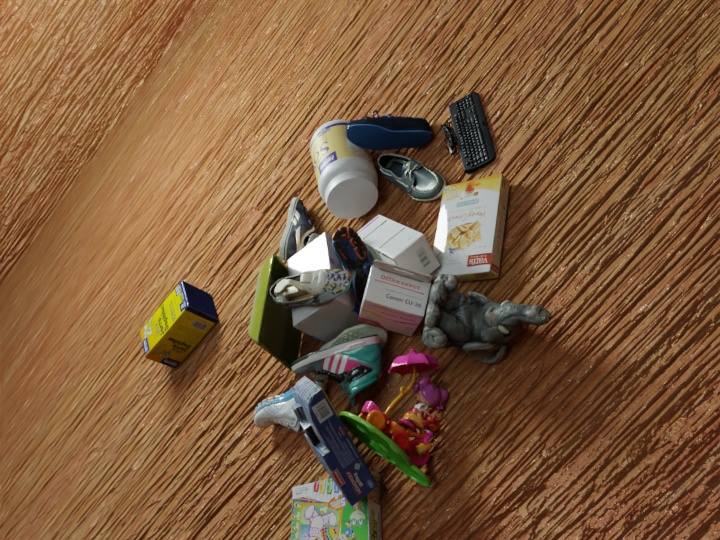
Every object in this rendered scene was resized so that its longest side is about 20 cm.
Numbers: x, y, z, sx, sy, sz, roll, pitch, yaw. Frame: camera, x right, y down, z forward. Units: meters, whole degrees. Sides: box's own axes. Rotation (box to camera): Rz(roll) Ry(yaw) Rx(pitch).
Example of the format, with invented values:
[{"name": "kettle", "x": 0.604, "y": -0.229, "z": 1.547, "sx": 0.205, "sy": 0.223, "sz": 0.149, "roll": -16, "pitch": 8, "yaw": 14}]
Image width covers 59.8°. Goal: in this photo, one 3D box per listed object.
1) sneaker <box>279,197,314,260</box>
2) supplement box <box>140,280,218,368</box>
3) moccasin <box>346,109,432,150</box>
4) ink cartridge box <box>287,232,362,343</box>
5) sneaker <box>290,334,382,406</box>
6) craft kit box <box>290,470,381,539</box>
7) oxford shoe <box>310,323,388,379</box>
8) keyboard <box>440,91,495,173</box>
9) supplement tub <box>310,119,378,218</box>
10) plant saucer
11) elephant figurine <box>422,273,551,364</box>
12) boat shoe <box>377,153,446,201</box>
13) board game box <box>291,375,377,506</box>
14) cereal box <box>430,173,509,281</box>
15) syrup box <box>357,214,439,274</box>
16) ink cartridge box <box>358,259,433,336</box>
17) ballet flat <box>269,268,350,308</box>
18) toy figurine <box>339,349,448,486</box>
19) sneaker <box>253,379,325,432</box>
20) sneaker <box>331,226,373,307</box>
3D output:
[{"name": "sneaker", "x": -0.149, "y": -0.099, "z": 1.555, "sx": 0.077, "sy": 0.080, "sz": 0.203, "roll": 6, "pitch": 48, "yaw": 0}, {"name": "supplement box", "x": -0.500, "y": 0.151, "z": 1.721, "sx": 0.200, "sy": 0.109, "sz": 0.110, "roll": -47, "pitch": 43, "yaw": 14}, {"name": "moccasin", "x": 0.063, "y": -0.317, "z": 1.426, "sx": 0.081, "sy": 0.194, "sz": 0.070, "roll": 104, "pitch": 169, "yaw": -51}, {"name": "ink cartridge box", "x": -0.070, "y": 0.031, "z": 1.363, "sx": 0.124, "sy": 0.128, "sz": 0.204, "roll": -32, "pitch": 48, "yaw": 26}, {"name": "sneaker", "x": -0.039, "y": 0.210, "z": 1.239, "sx": 0.196, "sy": 0.083, "sz": 0.124, "roll": -19, "pitch": 81, "yaw": 21}, {"name": "craft kit box", "x": -0.048, "y": 0.488, "z": 1.148, "sx": 0.197, "sy": 0.048, "sz": 0.202, "roll": -25, "pitch": 55, "yaw": 33}, {"name": "oxford shoe", "x": -0.026, "y": 0.161, "z": 1.299, "sx": 0.198, "sy": 0.058, "sz": 0.076, "roll": -33, "pitch": 93, "yaw": 24}, {"name": "keyboard", "x": 0.219, "y": -0.296, "z": 1.335, "sx": 0.103, "sy": 0.039, "sz": 0.204, "roll": -29, "pitch": 49, "yaw": 28}, {"name": "supplement tub", "x": -0.037, "y": -0.237, "z": 1.469, "sx": 0.144, "sy": 0.144, "sz": 0.203, "roll": -35, "pitch": 47, "yaw": 23}, {"name": "plant saucer", "x": -0.185, "y": 0.098, "z": 1.380, "sx": 0.047, "sy": 0.200, "sz": 0.205, "roll": -2, "pitch": 64, "yaw": 19}, {"name": "elephant figurine", "x": 0.209, "y": 0.094, "z": 1.071, "sx": 0.194, "sy": 0.155, "sz": 0.146, "roll": 11, "pitch": 107, "yaw": 8}, {"name": "boat shoe", "x": 0.107, "y": -0.209, "z": 1.376, "sx": 0.074, "sy": 0.061, "sz": 0.199, "roll": -57, "pitch": 42, "yaw": 2}, {"name": "board game box", "x": -0.067, "y": 0.303, "z": 1.156, "sx": 0.061, "sy": 0.203, "sz": 0.199, "roll": -31, "pitch": 7, "yaw": -16}, {"name": "cereal box", "x": 0.212, "y": -0.079, "z": 1.218, "sx": 0.142, "sy": 0.039, "sz": 0.205, "roll": -8, "pitch": 62, "yaw": 43}, {"name": "syrup box", "x": 0.068, "y": -0.042, "z": 1.262, "sx": 0.081, "sy": 0.080, "sz": 0.199, "roll": -37, "pitch": 27, "yaw": -10}, {"name": "ink cartridge box", "x": 0.061, "y": 0.054, "z": 1.154, "sx": 0.113, "sy": 0.201, "sz": 0.069, "roll": 15, "pitch": 70, "yaw": 1}, {"name": "ballet flat", "x": -0.110, "y": 0.033, "z": 1.255, "sx": 0.197, "sy": 0.072, "sz": 0.074, "roll": -15, "pitch": 57, "yaw": 37}, {"name": "toy figurine", "x": 0.090, "y": 0.238, "z": 1.098, "sx": 0.185, "sy": 0.199, "sz": 0.150, "roll": -52, "pitch": 5, "yaw": -22}, {"name": "sneaker", "x": -0.153, "y": 0.308, "z": 1.330, "sx": 0.198, "sy": 0.074, "sz": 0.089, "roll": -31, "pitch": 54, "yaw": 28}, {"name": "sneaker", "x": 0.000, "y": 0.000, "z": 1.299, "sx": 0.074, "sy": 0.204, "sz": 0.078, "roll": -24, "pitch": 10, "yaw": -6}]
